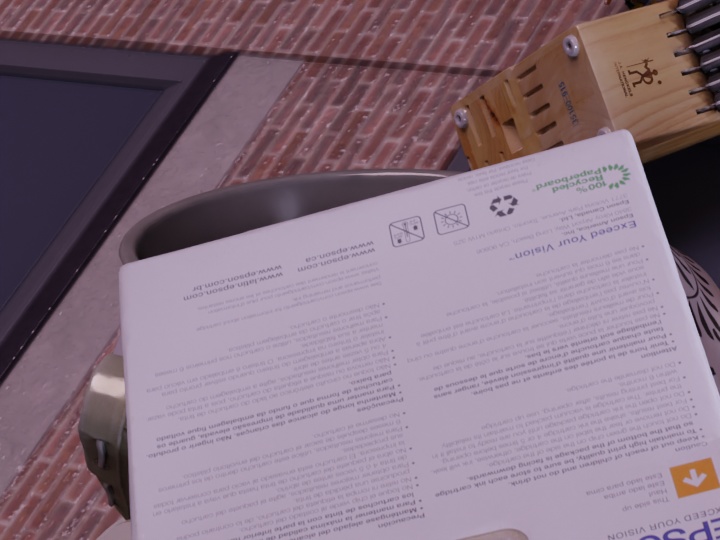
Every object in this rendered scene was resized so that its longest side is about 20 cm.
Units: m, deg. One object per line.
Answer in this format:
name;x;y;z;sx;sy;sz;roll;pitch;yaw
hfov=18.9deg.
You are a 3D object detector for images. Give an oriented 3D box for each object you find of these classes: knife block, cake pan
knife block;0.163;-0.096;1.079;0.175;0.064;0.200;-16;-7;-27
cake pan;0.000;0.000;0.905;0.200;0.037;0.200;-2;18;1

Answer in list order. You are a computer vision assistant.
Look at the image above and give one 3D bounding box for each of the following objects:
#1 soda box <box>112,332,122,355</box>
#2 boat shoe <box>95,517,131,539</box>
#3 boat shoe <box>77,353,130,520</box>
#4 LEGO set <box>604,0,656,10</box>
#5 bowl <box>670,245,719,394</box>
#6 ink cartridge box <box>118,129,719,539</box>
soda box;-0.048;0.083;1.011;0.200;0.064;0.068;43;118;47
boat shoe;-0.072;0.167;0.954;0.075;0.062;0.200;-51;30;-7
boat shoe;-0.082;0.068;0.889;0.062;0.200;0.072;23;72;-1
LEGO set;0.221;-0.200;1.174;0.154;0.116;0.200;-14;37;55
bowl;0.067;0.022;1.012;0.200;0.094;0.201;-14;43;14
ink cartridge box;0.019;0.053;0.727;0.199;0.041;0.200;-15;43;5
